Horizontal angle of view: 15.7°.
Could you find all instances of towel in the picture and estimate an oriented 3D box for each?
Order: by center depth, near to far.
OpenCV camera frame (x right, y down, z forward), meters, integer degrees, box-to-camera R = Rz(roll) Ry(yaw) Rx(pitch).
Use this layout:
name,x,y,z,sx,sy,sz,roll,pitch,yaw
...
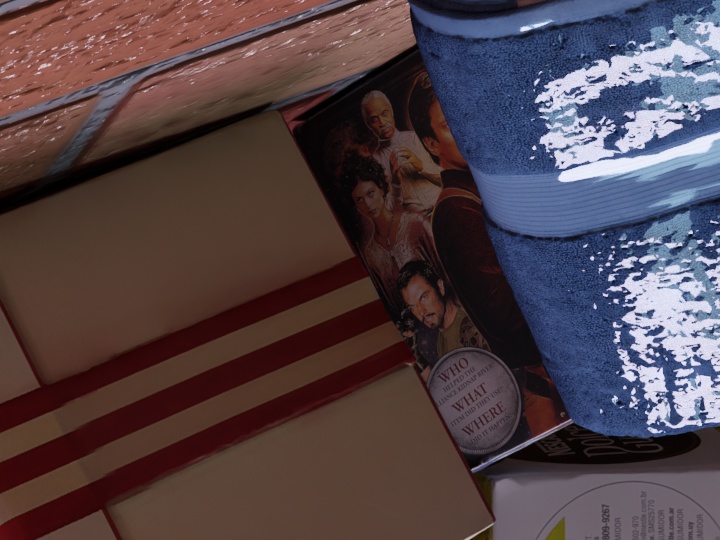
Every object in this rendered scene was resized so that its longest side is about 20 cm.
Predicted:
name,x,y,z,sx,sy,sz,roll,pitch,yaw
towel,0.087,-0.031,0.744,0.111,0.049,0.201,-13,134,12

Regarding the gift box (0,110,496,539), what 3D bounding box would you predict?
name,x,y,z,sx,sy,sz,roll,pitch,yaw
gift box,-0.097,0.083,0.868,0.186,0.185,0.200,-23,166,-36

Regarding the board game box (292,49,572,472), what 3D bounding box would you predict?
name,x,y,z,sx,sy,sz,roll,pitch,yaw
board game box,0.087,-0.034,0.861,0.199,0.136,0.035,-30,171,28

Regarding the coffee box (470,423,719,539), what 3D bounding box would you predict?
name,x,y,z,sx,sy,sz,roll,pitch,yaw
coffee box,0.124,0.153,1.015,0.196,0.202,0.200,-2,-173,-8
